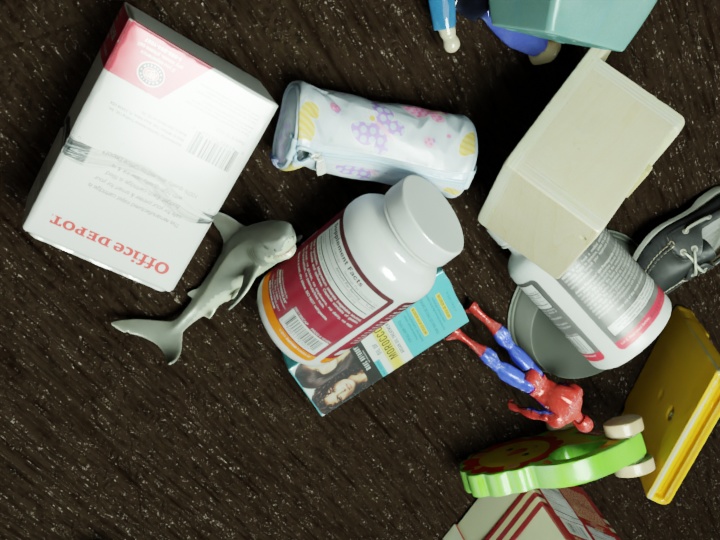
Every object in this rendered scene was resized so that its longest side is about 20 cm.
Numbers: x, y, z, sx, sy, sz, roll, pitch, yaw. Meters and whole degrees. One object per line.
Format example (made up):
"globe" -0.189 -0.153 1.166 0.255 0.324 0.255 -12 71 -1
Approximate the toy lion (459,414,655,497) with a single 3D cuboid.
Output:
"toy lion" 0.223 0.231 1.006 0.189 0.200 0.070 -16 90 -22

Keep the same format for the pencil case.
"pencil case" 0.015 -0.123 0.793 0.197 0.091 0.084 6 114 -23

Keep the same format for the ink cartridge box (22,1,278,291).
"ink cartridge box" -0.188 -0.104 0.732 0.143 0.085 0.202 25 105 -29

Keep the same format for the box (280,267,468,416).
"box" 0.016 0.070 0.920 0.198 0.049 0.083 -33 123 -1

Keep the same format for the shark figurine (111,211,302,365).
"shark figurine" -0.142 -0.008 0.822 0.214 0.128 0.090 -37 99 23

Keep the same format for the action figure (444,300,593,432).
"action figure" 0.187 0.125 0.980 0.199 0.099 0.065 39 75 2

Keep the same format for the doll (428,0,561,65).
"doll" 0.114 -0.266 0.774 0.198 0.048 0.138 25 97 -28

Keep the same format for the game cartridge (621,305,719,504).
"game cartridge" 0.384 0.158 1.017 0.032 0.200 0.179 21 111 1

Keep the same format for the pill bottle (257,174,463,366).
"pill bottle" 0.000 0.000 0.799 0.112 0.114 0.199 33 127 -31

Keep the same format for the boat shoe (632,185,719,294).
"boat shoe" 0.394 -0.027 0.972 0.199 0.060 0.075 -34 119 -17

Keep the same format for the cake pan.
"cake pan" 0.276 0.049 1.011 0.197 0.037 0.203 -8 119 -15

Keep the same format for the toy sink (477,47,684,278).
"toy sink" 0.221 -0.113 0.792 0.111 0.131 0.201 36 72 8

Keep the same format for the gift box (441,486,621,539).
"gift box" 0.229 0.393 1.087 0.183 0.201 0.188 28 107 -25

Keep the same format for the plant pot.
"plant pot" 0.193 -0.300 0.707 0.139 0.141 0.203 3 108 -27

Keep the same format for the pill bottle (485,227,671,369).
"pill bottle" 0.230 -0.001 0.893 0.111 0.111 0.200 -43 96 7
